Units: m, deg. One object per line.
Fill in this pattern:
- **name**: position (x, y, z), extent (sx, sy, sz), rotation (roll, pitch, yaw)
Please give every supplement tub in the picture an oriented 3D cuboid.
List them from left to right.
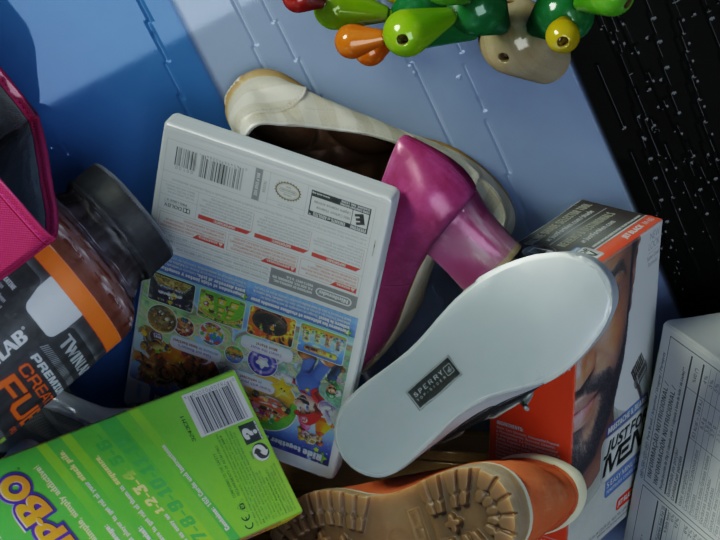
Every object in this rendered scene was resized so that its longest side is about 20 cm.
- **supplement tub**: position (-0.203, 0.028, 1.226), extent (0.200, 0.107, 0.107), rotation (-41, 115, -11)

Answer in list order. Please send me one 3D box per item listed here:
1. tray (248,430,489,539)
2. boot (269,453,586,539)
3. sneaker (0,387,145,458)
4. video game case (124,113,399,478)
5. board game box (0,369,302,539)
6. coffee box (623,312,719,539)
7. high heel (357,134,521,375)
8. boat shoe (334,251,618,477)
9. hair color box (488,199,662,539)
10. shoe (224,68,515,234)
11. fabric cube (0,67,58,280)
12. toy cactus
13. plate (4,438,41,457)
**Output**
- **tray**: position (-0.001, 0.149, 1.393), extent (0.199, 0.037, 0.099), rotation (5, 112, -12)
- **boot**: position (0.040, 0.154, 1.297), extent (0.199, 0.107, 0.075), rotation (-15, 88, 37)
- **sneaker**: position (-0.182, 0.113, 1.298), extent (0.199, 0.074, 0.080), rotation (13, 68, -5)
- **video game case**: position (-0.062, 0.018, 1.281), extent (0.143, 0.018, 0.201), rotation (19, 122, 11)
- **board game box**: position (-0.136, 0.132, 1.233), extent (0.200, 0.030, 0.096), rotation (-19, 78, -37)
- **coffee box**: position (0.303, 0.147, 1.340), extent (0.199, 0.198, 0.201), rotation (-6, 116, -29)
- **high heel**: position (0.000, 0.000, 1.292), extent (0.096, 0.067, 0.200), rotation (47, 134, -8)
- **boat shoe**: position (0.074, 0.054, 1.257), extent (0.199, 0.068, 0.074), rotation (-43, 77, 25)
- **hair color box**: position (0.132, 0.071, 1.340), extent (0.064, 0.111, 0.201), rotation (14, 117, 31)
- **shoe**: position (0.008, -0.055, 1.297), extent (0.199, 0.053, 0.070), rotation (24, 106, -20)
- **fabric cube**: position (-0.302, -0.063, 1.154), extent (0.199, 0.196, 0.200), rotation (-36, 115, 5)
- **toy cactus**: position (0.071, -0.152, 1.236), extent (0.199, 0.103, 0.165), rotation (-11, 163, 26)
- **plate**: position (-0.165, 0.215, 1.308), extent (0.200, 0.032, 0.200), rotation (34, 129, -7)
